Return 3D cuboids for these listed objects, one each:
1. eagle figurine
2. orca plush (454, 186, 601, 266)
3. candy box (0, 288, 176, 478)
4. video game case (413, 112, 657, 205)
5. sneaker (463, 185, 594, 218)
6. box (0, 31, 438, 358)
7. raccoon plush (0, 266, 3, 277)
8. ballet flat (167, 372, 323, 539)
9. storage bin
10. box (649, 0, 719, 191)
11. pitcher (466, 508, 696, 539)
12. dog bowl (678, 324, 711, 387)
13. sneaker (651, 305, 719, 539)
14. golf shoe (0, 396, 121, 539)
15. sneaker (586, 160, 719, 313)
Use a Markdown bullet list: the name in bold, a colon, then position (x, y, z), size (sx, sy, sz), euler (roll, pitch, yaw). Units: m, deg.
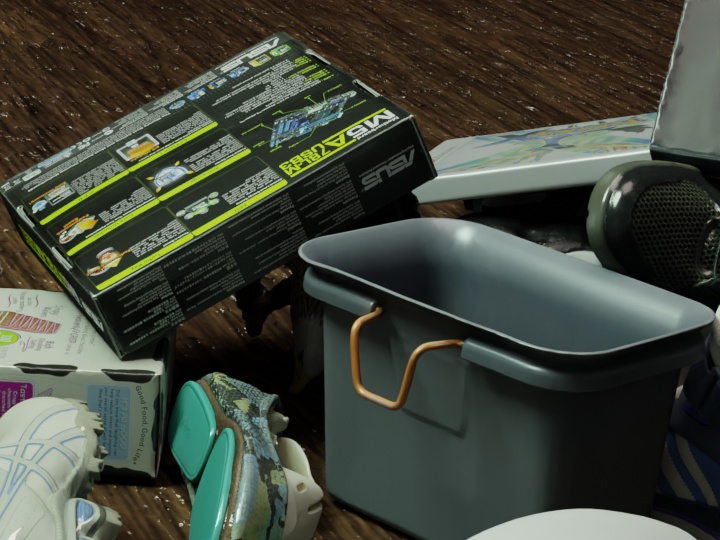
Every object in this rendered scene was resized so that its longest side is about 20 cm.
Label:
- **eagle figurine**: position (-0.001, 0.008, 1.332), size (0.199, 0.153, 0.151), euler (1, 4, 35)
- **orca plush**: position (0.147, -0.021, 1.541), size (0.198, 0.072, 0.105), euler (12, 19, 23)
- **candy box**: position (-0.201, 0.056, 1.226), size (0.198, 0.062, 0.136), euler (3, 16, -1)
- **video game case**: position (0.132, -0.081, 1.604), size (0.198, 0.022, 0.182), euler (-6, 11, 18)
- **sneaker**: position (0.176, -0.056, 1.666), size (0.198, 0.075, 0.088), euler (-1, 13, -14)
- **box**: position (-0.084, -0.049, 1.263), size (0.199, 0.048, 0.193), euler (-30, 31, -13)
- **raccoon plush**: position (-0.304, -0.075, 1.496), size (0.198, 0.135, 0.097), euler (12, 17, 23)
- **ballet flat**: position (-0.051, 0.103, 1.110), size (0.073, 0.075, 0.200), euler (2, 21, -8)
- **storage bin**: position (0.059, 0.069, 1.122), size (0.145, 0.136, 0.199), euler (-12, 23, -42)
- **box**: position (0.252, -0.057, 1.262), size (0.147, 0.108, 0.200), euler (10, -22, 18)
- **pitcher**: position (0.034, 0.163, 0.875), size (0.198, 0.122, 0.171), euler (-16, 9, -24)
- **dog bowl**: position (0.267, 0.078, 1.272), size (0.198, 0.059, 0.200), euler (3, 17, -1)
- **sneaker**: position (0.181, 0.063, 1.147), size (0.080, 0.148, 0.200), euler (-6, 20, -30)
- **golf shoe**: position (-0.166, 0.100, 1.029), size (0.096, 0.079, 0.200), euler (18, 12, -17)
- **sneaker**: position (0.210, -0.002, 1.162), size (0.199, 0.077, 0.114), euler (30, -16, -32)
